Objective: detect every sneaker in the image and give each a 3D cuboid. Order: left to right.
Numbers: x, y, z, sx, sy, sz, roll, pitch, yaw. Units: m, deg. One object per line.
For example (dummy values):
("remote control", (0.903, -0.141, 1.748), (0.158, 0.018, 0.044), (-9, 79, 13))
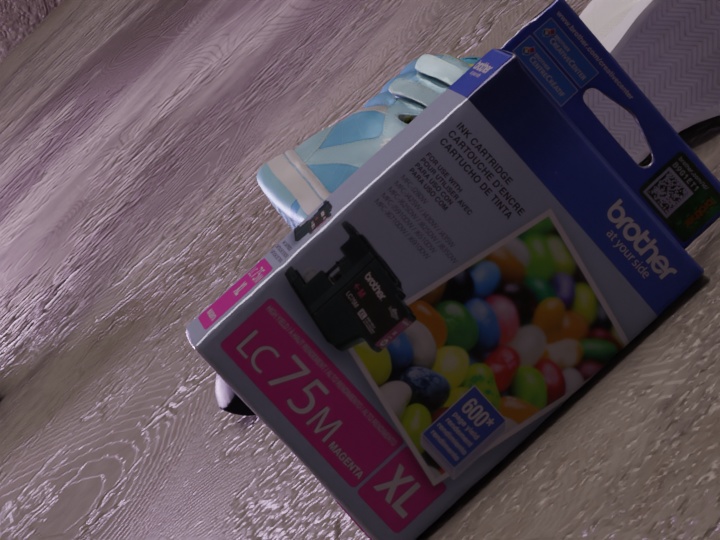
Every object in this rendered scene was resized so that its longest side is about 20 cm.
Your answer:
("sneaker", (0.034, -0.044, 1.161), (0.131, 0.080, 0.200), (-39, 30, -4))
("sneaker", (0.153, -0.118, 1.099), (0.200, 0.074, 0.116), (-32, 21, 39))

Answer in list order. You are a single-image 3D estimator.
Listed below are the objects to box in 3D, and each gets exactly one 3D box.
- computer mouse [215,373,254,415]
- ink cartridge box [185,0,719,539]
("computer mouse", (0.000, 0.000, 1.234), (0.200, 0.034, 0.059), (-42, 14, -2))
("ink cartridge box", (0.044, 0.002, 0.946), (0.200, 0.119, 0.042), (-43, 14, -3))
